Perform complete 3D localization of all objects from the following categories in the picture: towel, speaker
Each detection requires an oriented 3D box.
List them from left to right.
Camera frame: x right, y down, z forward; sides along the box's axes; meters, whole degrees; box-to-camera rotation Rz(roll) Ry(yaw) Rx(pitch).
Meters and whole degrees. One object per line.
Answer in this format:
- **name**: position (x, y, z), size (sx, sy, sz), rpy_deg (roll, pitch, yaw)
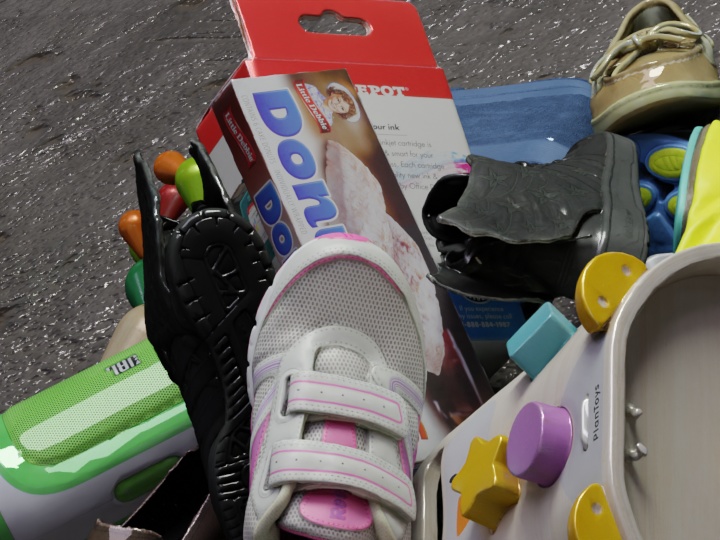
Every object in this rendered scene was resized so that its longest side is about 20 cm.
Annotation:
- **speaker**: position (-0.104, 0.077, 1.335), size (0.199, 0.089, 0.088), rpy_deg (-27, 26, -6)
- **towel**: position (0.066, -0.037, 1.446), size (0.111, 0.049, 0.200), rpy_deg (-5, 30, 24)

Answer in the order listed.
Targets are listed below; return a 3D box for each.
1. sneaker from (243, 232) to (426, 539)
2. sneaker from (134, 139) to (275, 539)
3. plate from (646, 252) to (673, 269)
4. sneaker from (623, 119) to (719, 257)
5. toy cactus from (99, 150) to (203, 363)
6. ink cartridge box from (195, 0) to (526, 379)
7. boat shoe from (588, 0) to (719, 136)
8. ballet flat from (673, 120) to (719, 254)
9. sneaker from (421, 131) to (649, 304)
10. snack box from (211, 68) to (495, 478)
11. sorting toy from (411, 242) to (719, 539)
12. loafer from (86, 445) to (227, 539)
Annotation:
- **sneaker**: position (-0.009, 0.084, 1.115), size (0.081, 0.201, 0.088), rpy_deg (3, -3, -7)
- **sneaker**: position (-0.060, 0.039, 1.215), size (0.060, 0.201, 0.104), rpy_deg (-15, 2, -13)
- **plate**: position (0.179, 0.055, 1.196), size (0.199, 0.032, 0.200), rpy_deg (-4, 32, 36)
- **sneaker**: position (0.201, -0.051, 1.356), size (0.199, 0.071, 0.083), rpy_deg (-15, 3, 26)
- **toy cactus**: position (-0.088, 0.016, 1.457), size (0.200, 0.102, 0.165), rpy_deg (16, 65, 50)
- **ink cartridge box**: position (-0.006, -0.037, 1.314), size (0.116, 0.201, 0.067), rpy_deg (1, -31, -31)
- **boat shoe**: position (0.156, -0.111, 1.421), size (0.073, 0.063, 0.201), rpy_deg (-16, 4, 15)
- **ballet flat**: position (0.164, 0.004, 1.212), size (0.067, 0.067, 0.200), rpy_deg (9, 39, 15)
- **sneaker**: position (0.079, -0.030, 1.262), size (0.104, 0.060, 0.200), rpy_deg (14, 21, -6)
- **snack box**: position (0.000, 0.000, 1.227), size (0.072, 0.201, 0.024), rpy_deg (-9, -23, -39)
- **sorting toy**: position (0.078, 0.097, 1.083), size (0.180, 0.106, 0.201), rpy_deg (-33, 44, 47)
- **loafer**: position (-0.115, 0.147, 1.226), size (0.073, 0.071, 0.200), rpy_deg (4, 37, 45)
